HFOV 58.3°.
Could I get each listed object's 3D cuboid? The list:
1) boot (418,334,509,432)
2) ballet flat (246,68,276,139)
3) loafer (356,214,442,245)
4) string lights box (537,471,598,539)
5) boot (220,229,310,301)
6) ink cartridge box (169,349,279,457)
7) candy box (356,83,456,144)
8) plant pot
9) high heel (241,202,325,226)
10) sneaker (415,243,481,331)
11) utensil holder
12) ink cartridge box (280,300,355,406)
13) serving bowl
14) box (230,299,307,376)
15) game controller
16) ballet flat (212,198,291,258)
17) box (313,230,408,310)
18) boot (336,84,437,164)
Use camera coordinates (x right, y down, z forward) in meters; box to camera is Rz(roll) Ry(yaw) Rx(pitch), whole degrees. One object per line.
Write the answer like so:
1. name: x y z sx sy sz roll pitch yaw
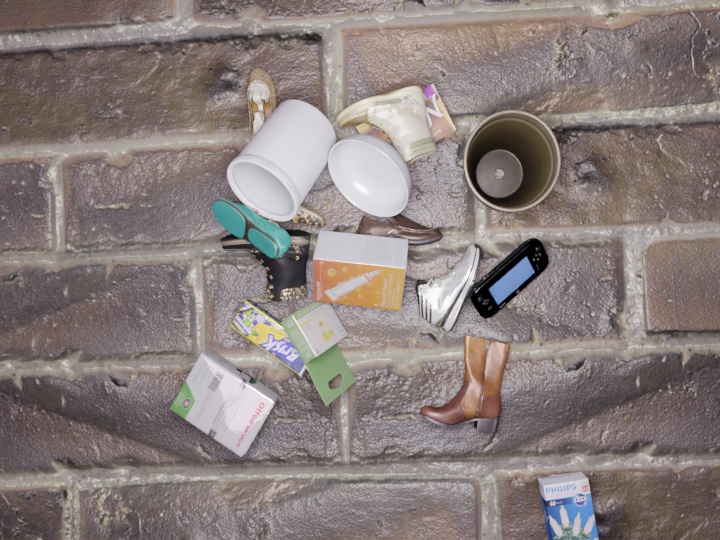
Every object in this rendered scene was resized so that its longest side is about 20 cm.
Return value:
1. boot: 0.229 0.245 1.425 0.184 0.068 0.205 7 89 3
2. ballet flat: -0.223 -0.363 1.456 0.069 0.065 0.205 -8 89 4
3. loafer: 0.086 -0.093 1.432 0.195 0.073 0.073 2 91 3
4. string lights box: 0.460 0.556 1.413 0.100 0.059 0.205 -10 89 4
5. boot: -0.206 -0.011 1.428 0.195 0.073 0.154 -3 110 -6
6. ink cartridge box: -0.301 0.295 1.444 0.198 0.084 0.148 33 92 3
7. candy box: 0.102 -0.313 1.443 0.197 0.056 0.118 -27 88 4
8. plant pot: 0.307 -0.220 1.372 0.195 0.174 0.205 0 90 3
9. high heel: -0.188 -0.095 1.460 0.196 0.071 0.145 22 102 0
10. sneaker: 0.186 0.022 1.425 0.113 0.076 0.204 23 93 1
11. utensil holder: -0.160 -0.235 1.368 0.168 0.171 0.202 29 59 3
12. ink cartridge box: -0.075 0.171 1.404 0.048 0.145 0.202 -32 87 30
13. serving bowl: 0.028 -0.212 1.374 0.198 0.201 0.066 35 58 3
14. box: -0.190 0.150 1.450 0.198 0.064 0.071 34 91 3
15. game controller: 0.327 0.018 1.414 0.199 0.042 0.105 -41 123 1
16. ballet flat: -0.223 -0.093 1.354 0.198 0.070 0.068 34 126 21
17. box: 0.000 0.000 1.398 0.195 0.099 0.126 6 132 3
18. boot: 0.057 -0.295 1.385 0.196 0.072 0.158 -16 91 3
